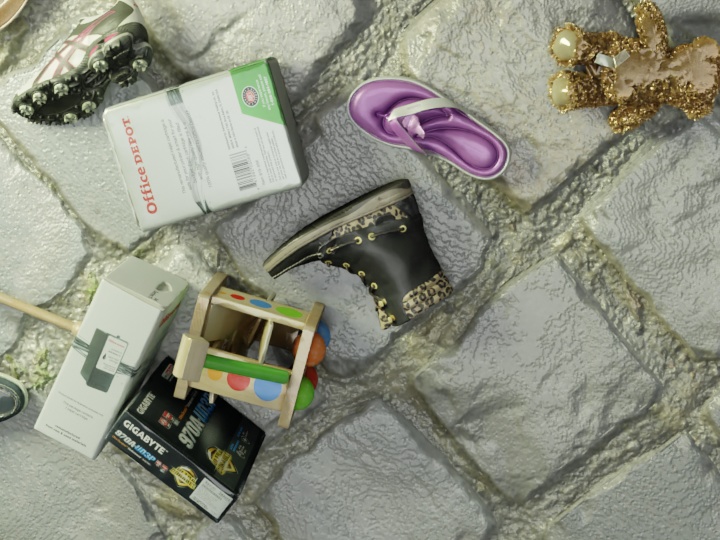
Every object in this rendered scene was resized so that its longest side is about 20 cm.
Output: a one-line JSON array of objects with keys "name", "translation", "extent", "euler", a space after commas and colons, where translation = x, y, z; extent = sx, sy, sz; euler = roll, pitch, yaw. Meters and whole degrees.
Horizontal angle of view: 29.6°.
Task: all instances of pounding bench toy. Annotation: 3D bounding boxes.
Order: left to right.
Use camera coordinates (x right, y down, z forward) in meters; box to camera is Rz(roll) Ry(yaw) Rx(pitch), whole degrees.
[{"name": "pounding bench toy", "translation": [-0.121, 0.102, 1.554], "extent": [0.154, 0.200, 0.126], "euler": [16, 102, 1]}]

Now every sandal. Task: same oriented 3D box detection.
[{"name": "sandal", "translation": [0.081, -0.166, 1.561], "extent": [0.200, 0.050, 0.083], "euler": [21, 102, -1]}]

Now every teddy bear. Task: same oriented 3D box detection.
[{"name": "teddy bear", "translation": [0.306, -0.226, 1.536], "extent": [0.197, 0.067, 0.147], "euler": [-13, 92, 13]}]

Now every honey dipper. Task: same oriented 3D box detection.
[{"name": "honey dipper", "translation": [-0.419, 0.038, 1.643], "extent": [0.198, 0.038, 0.038], "euler": [22, 102, -3]}]

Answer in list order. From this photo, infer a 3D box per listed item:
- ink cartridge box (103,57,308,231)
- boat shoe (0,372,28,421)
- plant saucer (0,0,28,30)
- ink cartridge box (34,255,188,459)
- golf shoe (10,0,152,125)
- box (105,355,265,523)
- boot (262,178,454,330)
[{"name": "ink cartridge box", "translation": [-0.174, -0.145, 1.557], "extent": [0.197, 0.083, 0.149], "euler": [-14, 100, 7]}, {"name": "boat shoe", "translation": [-0.508, 0.159, 1.660], "extent": [0.197, 0.062, 0.076], "euler": [4, 100, 2]}, {"name": "plant saucer", "translation": [-0.460, -0.364, 1.561], "extent": [0.197, 0.037, 0.203], "euler": [1, 101, 4]}, {"name": "ink cartridge box", "translation": [-0.288, 0.097, 1.592], "extent": [0.082, 0.147, 0.202], "euler": [27, 101, -1]}, {"name": "golf shoe", "translation": [-0.320, -0.235, 1.569], "extent": [0.198, 0.077, 0.089], "euler": [-26, 56, 24]}, {"name": "box", "translation": [-0.197, 0.191, 1.578], "extent": [0.158, 0.200, 0.046], "euler": [38, 104, -4]}, {"name": "boot", "translation": [0.000, 0.000, 1.593], "extent": [0.198, 0.073, 0.152], "euler": [-29, 99, 3]}]
